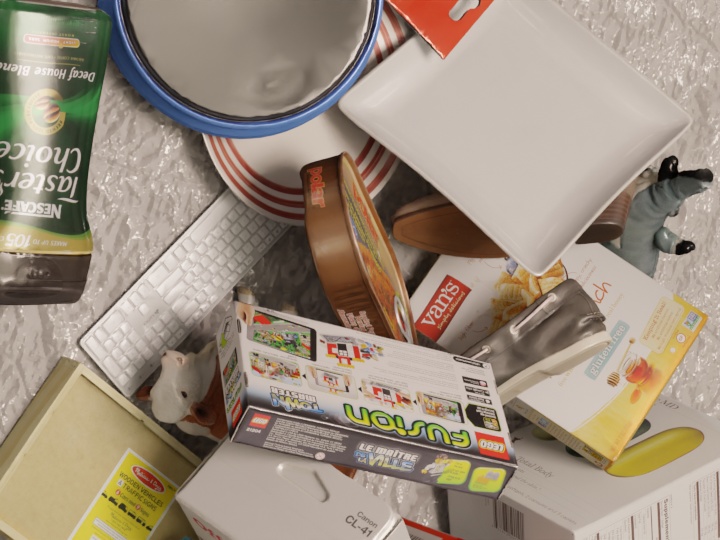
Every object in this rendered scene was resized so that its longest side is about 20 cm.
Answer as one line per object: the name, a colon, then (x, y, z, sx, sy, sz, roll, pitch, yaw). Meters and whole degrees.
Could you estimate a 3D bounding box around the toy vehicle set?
toy vehicle set: (-0.170, 0.168, 1.460, 0.200, 0.027, 0.124, 44, 71, -32)

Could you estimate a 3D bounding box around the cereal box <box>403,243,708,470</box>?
cereal box: (0.146, 0.040, 1.593, 0.200, 0.040, 0.144, 33, 73, 6)

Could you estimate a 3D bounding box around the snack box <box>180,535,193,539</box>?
snack box: (-0.176, 0.287, 1.442, 0.200, 0.037, 0.116, -30, 118, -17)

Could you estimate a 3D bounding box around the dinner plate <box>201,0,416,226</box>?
dinner plate: (-0.041, -0.133, 1.507, 0.200, 0.024, 0.200, -3, 95, -37)

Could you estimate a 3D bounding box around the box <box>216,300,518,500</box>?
box: (0.004, 0.089, 1.413, 0.200, 0.110, 0.035, 15, 125, -20)

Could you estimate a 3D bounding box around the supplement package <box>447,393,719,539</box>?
supplement package: (0.194, 0.206, 1.640, 0.200, 0.152, 0.151, -21, 119, -32)

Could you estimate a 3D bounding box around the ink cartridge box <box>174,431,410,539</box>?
ink cartridge box: (-0.031, 0.208, 1.446, 0.086, 0.148, 0.200, -49, 149, -18)

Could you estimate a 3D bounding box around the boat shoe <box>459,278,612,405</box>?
boat shoe: (0.089, 0.073, 1.532, 0.057, 0.200, 0.067, 65, 10, 16)

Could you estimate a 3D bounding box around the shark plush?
shark plush: (0.236, -0.044, 1.637, 0.083, 0.200, 0.091, 49, 53, 3)

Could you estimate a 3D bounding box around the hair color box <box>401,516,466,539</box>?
hair color box: (0.070, 0.288, 1.600, 0.064, 0.111, 0.200, -39, 118, -25)

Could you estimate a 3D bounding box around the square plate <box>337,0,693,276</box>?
square plate: (0.115, -0.113, 1.539, 0.198, 0.028, 0.200, 42, 62, 10)

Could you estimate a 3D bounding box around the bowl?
bowl: (-0.080, -0.191, 1.421, 0.200, 0.039, 0.201, -1, 95, -13)

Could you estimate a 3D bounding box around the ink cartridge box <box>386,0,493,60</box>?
ink cartridge box: (0.033, -0.262, 1.503, 0.200, 0.050, 0.109, 45, 70, -16)

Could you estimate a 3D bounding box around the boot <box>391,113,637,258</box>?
boot: (0.120, -0.088, 1.588, 0.200, 0.070, 0.146, 1, 57, -6)

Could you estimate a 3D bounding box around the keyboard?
keyboard: (-0.118, 0.001, 1.483, 0.200, 0.011, 0.056, -48, 121, -21)

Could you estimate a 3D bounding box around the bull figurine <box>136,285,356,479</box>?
bull figurine: (-0.069, 0.089, 1.497, 0.200, 0.065, 0.121, 39, 71, -35)

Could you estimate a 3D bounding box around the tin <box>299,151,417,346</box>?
tin: (0.000, 0.000, 1.483, 0.200, 0.042, 0.112, 65, 18, -48)

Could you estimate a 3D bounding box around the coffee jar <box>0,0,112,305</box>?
coffee jar: (-0.223, -0.077, 1.349, 0.104, 0.085, 0.200, 1, 96, -36)
